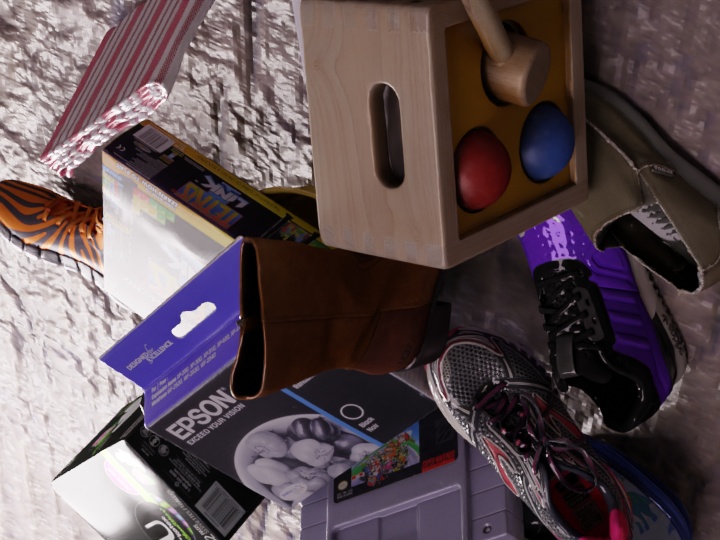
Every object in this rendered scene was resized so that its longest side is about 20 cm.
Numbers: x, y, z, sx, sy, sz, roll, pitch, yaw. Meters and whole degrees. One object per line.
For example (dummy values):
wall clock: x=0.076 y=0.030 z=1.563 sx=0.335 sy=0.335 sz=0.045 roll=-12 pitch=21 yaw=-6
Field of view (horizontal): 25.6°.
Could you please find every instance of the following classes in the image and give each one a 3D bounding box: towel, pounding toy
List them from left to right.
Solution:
towel: x=-0.166 y=-0.158 z=1.203 sx=0.030 sy=0.147 sz=0.200 roll=35 pitch=148 yaw=-24
pounding toy: x=0.061 y=-0.116 z=0.957 sx=0.142 sy=0.184 sz=0.201 roll=12 pitch=115 yaw=39

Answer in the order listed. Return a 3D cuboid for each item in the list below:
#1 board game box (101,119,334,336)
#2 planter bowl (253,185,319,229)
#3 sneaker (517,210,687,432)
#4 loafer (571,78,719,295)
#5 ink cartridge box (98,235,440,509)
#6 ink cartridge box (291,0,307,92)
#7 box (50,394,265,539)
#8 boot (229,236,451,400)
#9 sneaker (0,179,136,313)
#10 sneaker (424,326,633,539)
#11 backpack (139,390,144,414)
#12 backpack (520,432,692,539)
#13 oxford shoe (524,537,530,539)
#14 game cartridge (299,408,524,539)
board game box: x=-0.116 y=-0.002 z=1.252 sx=0.200 sy=0.057 sz=0.166 roll=33 pitch=140 yaw=21
planter bowl: x=0.000 y=0.000 z=1.251 sx=0.200 sy=0.083 sz=0.201 roll=28 pitch=140 yaw=27
sneaker: x=0.161 y=0.032 z=1.126 sx=0.069 sy=0.100 sz=0.200 roll=-15 pitch=117 yaw=46
loafer: x=0.171 y=-0.057 z=1.053 sx=0.200 sy=0.070 sz=0.075 roll=36 pitch=143 yaw=9
ink cartridge box: x=-0.071 y=0.085 z=1.199 sx=0.200 sy=0.043 sz=0.198 roll=34 pitch=131 yaw=-21
ink cartridge box: x=0.014 y=-0.152 z=1.127 sx=0.119 sy=0.042 sz=0.200 roll=18 pitch=135 yaw=28
box: x=-0.194 y=0.206 z=1.611 sx=0.149 sy=0.124 sz=0.200 roll=48 pitch=144 yaw=-8
boot: x=-0.016 y=-0.017 z=1.055 sx=0.068 sy=0.200 sz=0.189 roll=16 pitch=102 yaw=38
sneaker: x=-0.247 y=-0.050 z=1.453 sx=0.200 sy=0.078 sz=0.112 roll=27 pitch=139 yaw=2
sneaker: x=0.126 y=0.119 z=1.129 sx=0.200 sy=0.081 sz=0.075 roll=47 pitch=-179 yaw=7
backpack: x=-0.059 y=0.102 z=1.373 sx=0.200 sy=0.163 sz=0.154 roll=-1 pitch=135 yaw=34
backpack: x=0.173 y=0.221 z=1.267 sx=0.183 sy=0.147 sz=0.200 roll=36 pitch=143 yaw=19
oxford shoe: x=0.080 y=0.234 z=1.216 sx=0.200 sy=0.058 sz=0.075 roll=7 pitch=111 yaw=48
game cartridge: x=0.034 y=0.177 z=1.232 sx=0.200 sy=0.130 sz=0.038 roll=-24 pitch=142 yaw=30
